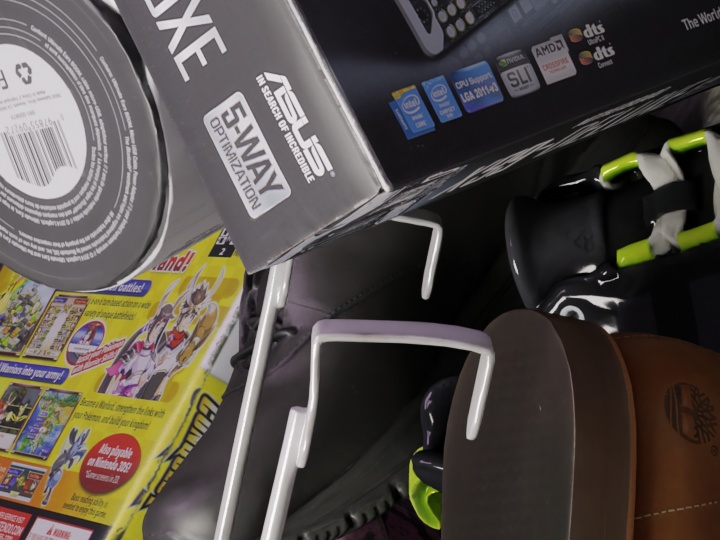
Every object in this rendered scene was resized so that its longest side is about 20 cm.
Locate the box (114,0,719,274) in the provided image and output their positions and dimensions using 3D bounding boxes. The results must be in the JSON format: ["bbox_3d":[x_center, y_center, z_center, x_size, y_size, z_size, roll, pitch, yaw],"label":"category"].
[{"bbox_3d":[0.022,-0.103,0.636,0.200,0.158,0.050,-22,-6,-44],"label":"box"}]

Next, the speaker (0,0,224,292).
[{"bbox_3d":[-0.008,-0.068,0.684,0.200,0.081,0.081,-32,-14,-44],"label":"speaker"}]

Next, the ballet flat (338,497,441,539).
[{"bbox_3d":[-0.019,0.074,0.861,0.200,0.071,0.069,25,95,66],"label":"ballet flat"}]

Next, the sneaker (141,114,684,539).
[{"bbox_3d":[0.000,0.000,0.755,0.076,0.091,0.200,-25,19,51],"label":"sneaker"}]

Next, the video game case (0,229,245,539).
[{"bbox_3d":[-0.095,0.059,0.881,0.200,0.025,0.181,2,61,62],"label":"video game case"}]

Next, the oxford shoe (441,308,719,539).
[{"bbox_3d":[0.054,0.111,0.582,0.071,0.071,0.200,5,87,62],"label":"oxford shoe"}]

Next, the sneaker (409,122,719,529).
[{"bbox_3d":[0.072,0.003,0.628,0.200,0.083,0.072,-56,18,37],"label":"sneaker"}]

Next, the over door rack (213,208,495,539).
[{"bbox_3d":[-0.044,0.078,0.615,0.148,0.067,0.200,-103,36,-78],"label":"over door rack"}]
